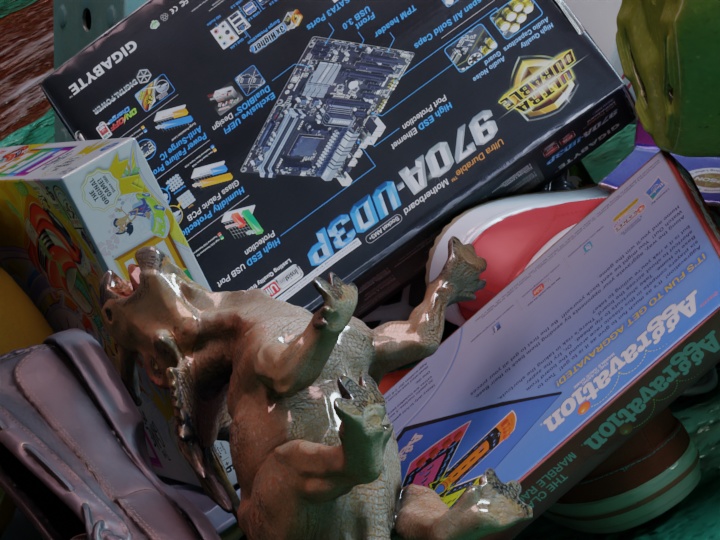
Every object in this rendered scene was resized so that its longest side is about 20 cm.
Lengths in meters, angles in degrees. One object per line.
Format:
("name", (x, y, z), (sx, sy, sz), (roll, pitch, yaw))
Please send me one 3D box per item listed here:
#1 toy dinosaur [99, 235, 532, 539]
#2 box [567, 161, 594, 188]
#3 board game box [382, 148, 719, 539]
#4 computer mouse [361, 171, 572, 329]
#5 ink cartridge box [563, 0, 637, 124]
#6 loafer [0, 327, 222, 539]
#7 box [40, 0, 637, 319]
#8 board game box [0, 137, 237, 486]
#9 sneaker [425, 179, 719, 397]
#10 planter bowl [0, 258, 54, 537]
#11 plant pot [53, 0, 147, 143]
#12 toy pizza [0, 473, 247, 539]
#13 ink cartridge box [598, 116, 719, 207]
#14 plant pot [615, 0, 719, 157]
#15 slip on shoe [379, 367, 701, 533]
("toy dinosaur", (-0.019, 0.068, 0.985), (0.136, 0.086, 0.201), (-43, 44, 35))
("box", (-0.003, -0.036, 1.296), (0.200, 0.137, 0.039), (-29, -3, -22))
("board game box", (0.049, 0.051, 1.005), (0.200, 0.019, 0.103), (-42, 28, 14))
("computer mouse", (0.000, 0.000, 1.227), (0.199, 0.110, 0.044), (-12, -25, -1))
("ink cartridge box", (0.136, -0.141, 1.287), (0.083, 0.147, 0.200), (26, 14, 28))
("loafer", (-0.092, 0.100, 1.012), (0.063, 0.072, 0.200), (-13, 43, -22))
("box", (-0.010, -0.071, 1.188), (0.200, 0.159, 0.046), (-37, -21, 1))
("board game box", (-0.105, 0.015, 1.156), (0.034, 0.135, 0.200), (-31, 12, -19))
("sneaker", (0.137, -0.008, 1.148), (0.199, 0.072, 0.112), (-20, 25, -28))
("planter bowl", (-0.170, 0.064, 1.134), (0.083, 0.201, 0.200), (23, 23, 0))
("plant pot", (-0.042, -0.096, 1.400), (0.199, 0.142, 0.141), (-2, 6, -28))
("toy pizza", (-0.087, 0.103, 1.156), (0.200, 0.032, 0.200), (-27, 12, 6))
("ink cartridge box", (0.219, -0.071, 1.152), (0.196, 0.043, 0.200), (8, 23, 23))
("plant pot", (0.185, -0.117, 1.000), (0.189, 0.201, 0.200), (-10, 16, -4))
("slip on shoe", (0.053, 0.052, 1.088), (0.074, 0.061, 0.200), (-32, 17, -23))
